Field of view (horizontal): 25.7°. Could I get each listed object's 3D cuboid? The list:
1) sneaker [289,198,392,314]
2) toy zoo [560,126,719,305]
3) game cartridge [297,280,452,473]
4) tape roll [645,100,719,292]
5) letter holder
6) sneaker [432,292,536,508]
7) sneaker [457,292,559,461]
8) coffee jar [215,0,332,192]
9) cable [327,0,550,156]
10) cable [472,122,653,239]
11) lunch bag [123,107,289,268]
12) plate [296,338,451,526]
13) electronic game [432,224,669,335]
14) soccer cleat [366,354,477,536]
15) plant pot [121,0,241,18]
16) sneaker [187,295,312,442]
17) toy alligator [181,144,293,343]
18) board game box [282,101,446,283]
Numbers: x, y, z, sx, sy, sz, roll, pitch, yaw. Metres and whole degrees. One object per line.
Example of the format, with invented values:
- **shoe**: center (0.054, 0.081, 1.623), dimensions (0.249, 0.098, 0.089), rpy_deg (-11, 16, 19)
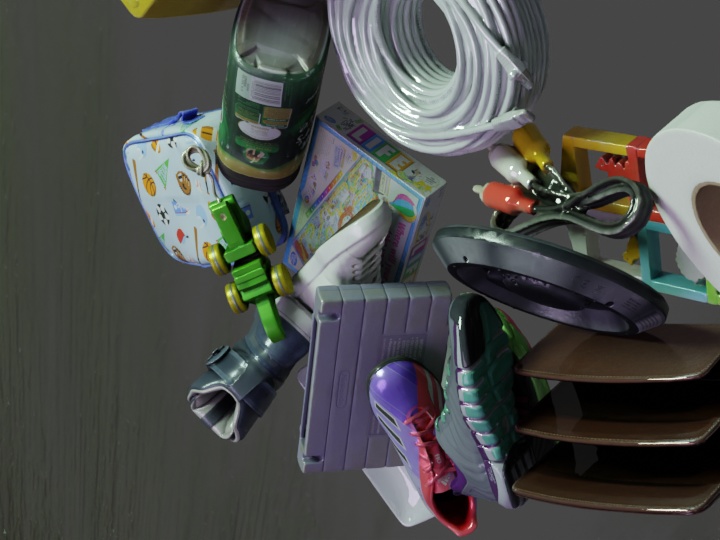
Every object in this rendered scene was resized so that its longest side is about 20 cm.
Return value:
- **sneaker**: center (0.000, 0.000, 1.448), dimensions (0.085, 0.073, 0.200), rpy_deg (48, 154, 3)
- **toy zoo**: center (0.230, -0.044, 1.261), dimensions (0.199, 0.020, 0.132), rpy_deg (15, 128, 39)
- **game cartridge**: center (0.013, 0.099, 1.459), dimensions (0.038, 0.129, 0.201), rpy_deg (-119, 30, -51)
- **tape roll**: center (0.284, -0.029, 1.107), dimensions (0.203, 0.037, 0.203), rpy_deg (47, 166, 16)
- **letter holder**: center (0.217, 0.121, 1.305), dimensions (0.199, 0.142, 0.101), rpy_deg (-2, 117, 47)
- **sneaker**: center (0.089, 0.117, 1.378), dimensions (0.087, 0.074, 0.201), rpy_deg (-2, 110, 37)
- **sneaker**: center (0.129, 0.114, 1.427), dimensions (0.201, 0.083, 0.077), rpy_deg (64, -176, -11)
- **coffee jar**: center (-0.080, -0.158, 1.407), dimensions (0.085, 0.105, 0.200), rpy_deg (12, 151, -3)
- **cable**: center (0.061, -0.191, 1.279), dimensions (0.200, 0.069, 0.201), rpy_deg (-23, 95, 54)
- **cable**: center (0.149, -0.055, 1.242), dimensions (0.050, 0.097, 0.200), rpy_deg (24, -173, -27)
- **lunch bag**: center (-0.155, -0.086, 1.577), dimensions (0.200, 0.075, 0.161), rpy_deg (-1, 114, 57)
- **plate**: center (0.062, 0.139, 1.539), dimensions (0.199, 0.032, 0.200), rpy_deg (-30, 100, 39)
- **electronic game**: center (0.154, 0.006, 1.284), dimensions (0.199, 0.042, 0.200), rpy_deg (20, 171, 3)
- **soccer cleat**: center (0.064, 0.161, 1.450), dimensions (0.073, 0.068, 0.201), rpy_deg (-118, 3, -53)
- **plant pot**: center (-0.138, -0.323, 1.306), dimensions (0.200, 0.176, 0.200), rpy_deg (53, 143, 0)
- **sneaker**: center (-0.110, 0.097, 1.581), dimensions (0.077, 0.146, 0.202), rpy_deg (40, 173, -1)
- **toy alligator**: center (-0.113, -0.029, 1.476), dimensions (0.059, 0.054, 0.201), rpy_deg (-22, 100, 9)
- **board game box**: center (0.000, -0.044, 1.494), dimensions (0.134, 0.034, 0.200), rpy_deg (38, 140, 19)
